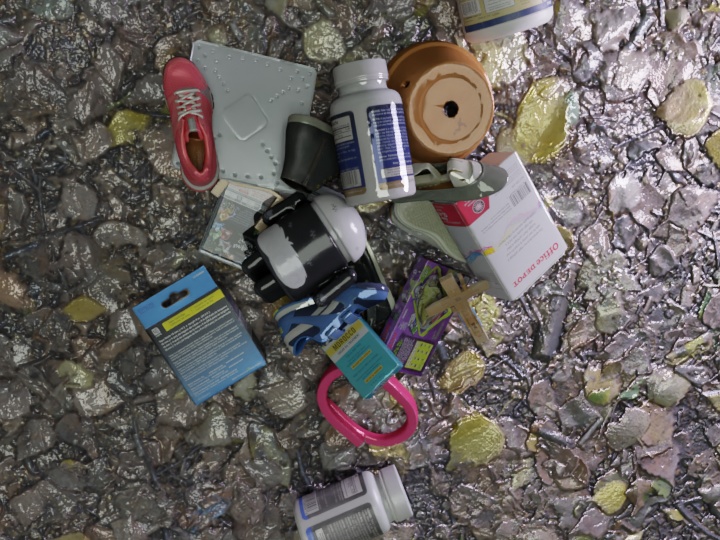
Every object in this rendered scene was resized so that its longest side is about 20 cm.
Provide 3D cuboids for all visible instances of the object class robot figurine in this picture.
[{"bbox_3d":[-0.085,-0.032,1.210,0.198,0.125,0.151,-34,110,-2],"label":"robot figurine"}]

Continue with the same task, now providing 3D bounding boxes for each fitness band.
[{"bbox_3d":[0.012,0.237,1.367,0.143,0.038,0.200,-38,110,23],"label":"fitness band"}]

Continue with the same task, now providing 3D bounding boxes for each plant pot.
[{"bbox_3d":[0.127,-0.259,1.224,0.196,0.140,0.204,-2,104,-7],"label":"plant pot"}]

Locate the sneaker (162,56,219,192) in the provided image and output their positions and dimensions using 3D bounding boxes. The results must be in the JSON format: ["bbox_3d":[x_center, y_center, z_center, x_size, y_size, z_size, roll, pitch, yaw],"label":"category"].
[{"bbox_3d":[-0.246,-0.222,1.150,0.072,0.087,0.204,-12,92,-11],"label":"sneaker"}]

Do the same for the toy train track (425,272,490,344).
[{"bbox_3d":[0.177,0.061,1.338,0.113,0.033,0.201,-25,136,10],"label":"toy train track"}]

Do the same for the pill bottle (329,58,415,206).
[{"bbox_3d":[0.014,-0.203,1.154,0.109,0.111,0.204,-10,95,-5],"label":"pill bottle"}]

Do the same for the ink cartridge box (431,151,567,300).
[{"bbox_3d":[0.233,-0.074,1.292,0.147,0.085,0.202,-39,111,-16],"label":"ink cartridge box"}]

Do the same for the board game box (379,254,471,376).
[{"bbox_3d":[0.104,0.082,1.341,0.119,0.032,0.202,17,103,-45],"label":"board game box"}]

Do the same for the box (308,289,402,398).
[{"bbox_3d":[-0.024,0.111,1.296,0.082,0.049,0.200,-43,76,4],"label":"box"}]

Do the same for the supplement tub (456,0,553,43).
[{"bbox_3d":[0.206,-0.463,1.178,0.142,0.145,0.203,-17,107,-3],"label":"supplement tub"}]

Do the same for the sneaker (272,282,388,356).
[{"bbox_3d":[-0.041,0.074,1.243,0.197,0.074,0.084,-21,72,17],"label":"sneaker"}]

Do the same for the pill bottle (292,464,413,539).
[{"bbox_3d":[-0.013,0.432,1.398,0.197,0.114,0.115,-21,107,-2],"label":"pill bottle"}]

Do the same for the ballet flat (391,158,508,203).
[{"bbox_3d":[0.128,-0.143,1.204,0.196,0.068,0.064,-4,147,20],"label":"ballet flat"}]

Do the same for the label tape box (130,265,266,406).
[{"bbox_3d":[-0.266,0.102,1.301,0.143,0.063,0.202,-29,107,1],"label":"label tape box"}]

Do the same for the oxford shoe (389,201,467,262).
[{"bbox_3d":[0.128,-0.073,1.319,0.198,0.057,0.076,26,76,-28],"label":"oxford shoe"}]

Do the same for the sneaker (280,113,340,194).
[{"bbox_3d":[-0.043,-0.162,1.227,0.198,0.074,0.108,17,83,-35],"label":"sneaker"}]

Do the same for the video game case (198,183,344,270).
[{"bbox_3d":[-0.146,-0.078,1.294,0.197,0.023,0.184,22,100,-14],"label":"video game case"}]

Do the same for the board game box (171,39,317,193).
[{"bbox_3d":[-0.181,-0.238,1.220,0.196,0.026,0.204,10,88,-10],"label":"board game box"}]

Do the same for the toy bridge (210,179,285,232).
[{"bbox_3d":[-0.146,-0.092,1.263,0.199,0.027,0.067,39,95,-15],"label":"toy bridge"}]

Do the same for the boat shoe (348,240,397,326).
[{"bbox_3d":[0.000,0.000,1.308,0.067,0.072,0.203,-23,109,-5],"label":"boat shoe"}]
